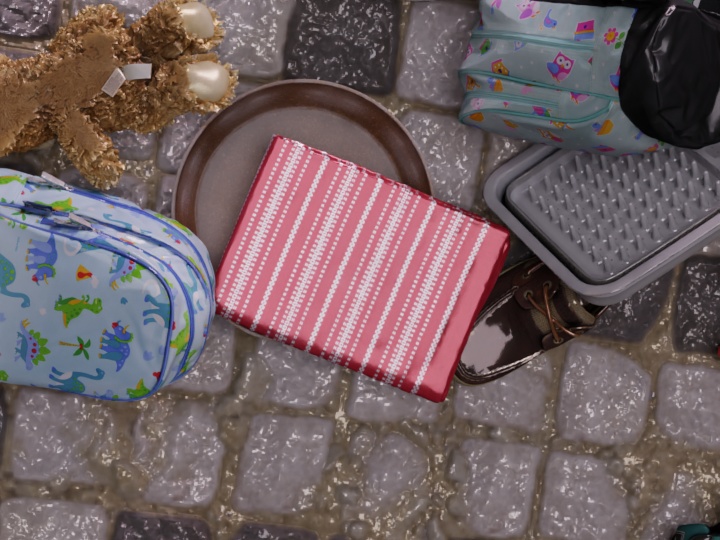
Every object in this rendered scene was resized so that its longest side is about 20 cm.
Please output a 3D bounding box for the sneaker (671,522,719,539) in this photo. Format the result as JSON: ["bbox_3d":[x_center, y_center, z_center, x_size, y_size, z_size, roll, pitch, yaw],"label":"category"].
[{"bbox_3d":[0.257,0.245,1.218,0.200,0.071,0.080,-39,92,-11],"label":"sneaker"}]

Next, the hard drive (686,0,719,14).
[{"bbox_3d":[0.255,-0.251,1.217,0.200,0.038,0.140,13,89,-10],"label":"hard drive"}]

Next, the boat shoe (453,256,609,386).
[{"bbox_3d":[0.151,0.020,1.190,0.200,0.072,0.072,-32,96,-6],"label":"boat shoe"}]

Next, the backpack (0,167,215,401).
[{"bbox_3d":[-0.202,0.018,1.098,0.200,0.154,0.163,11,102,-16],"label":"backpack"}]

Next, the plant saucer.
[{"bbox_3d":[-0.044,-0.044,1.178,0.200,0.034,0.200,0,92,-8],"label":"plant saucer"}]

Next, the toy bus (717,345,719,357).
[{"bbox_3d":[0.357,0.007,1.205,0.192,0.136,0.200,-31,94,9],"label":"toy bus"}]

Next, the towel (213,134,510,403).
[{"bbox_3d":[0.000,0.000,1.159,0.200,0.022,0.145,22,90,-7],"label":"towel"}]

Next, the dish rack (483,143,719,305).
[{"bbox_3d":[0.211,-0.061,1.170,0.200,0.172,0.044,-32,136,-8],"label":"dish rack"}]

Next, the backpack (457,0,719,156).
[{"bbox_3d":[0.164,-0.148,1.129,0.167,0.200,0.127,22,83,-50],"label":"backpack"}]

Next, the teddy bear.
[{"bbox_3d":[-0.185,-0.131,1.127,0.200,0.067,0.145,-33,74,-3],"label":"teddy bear"}]
